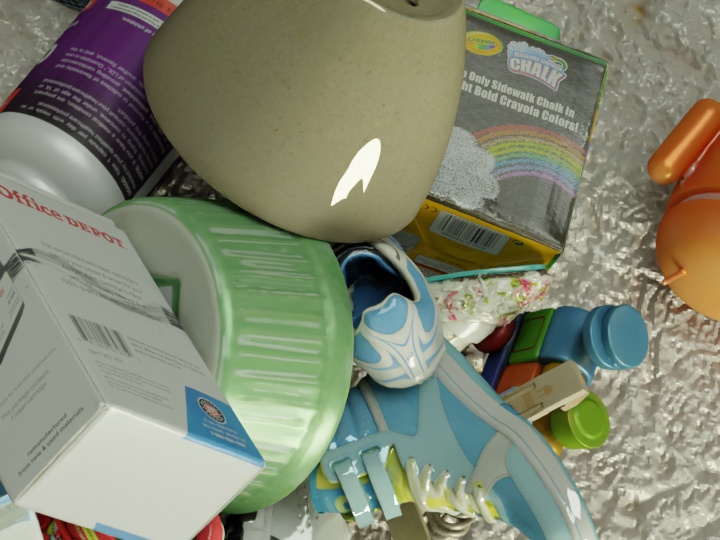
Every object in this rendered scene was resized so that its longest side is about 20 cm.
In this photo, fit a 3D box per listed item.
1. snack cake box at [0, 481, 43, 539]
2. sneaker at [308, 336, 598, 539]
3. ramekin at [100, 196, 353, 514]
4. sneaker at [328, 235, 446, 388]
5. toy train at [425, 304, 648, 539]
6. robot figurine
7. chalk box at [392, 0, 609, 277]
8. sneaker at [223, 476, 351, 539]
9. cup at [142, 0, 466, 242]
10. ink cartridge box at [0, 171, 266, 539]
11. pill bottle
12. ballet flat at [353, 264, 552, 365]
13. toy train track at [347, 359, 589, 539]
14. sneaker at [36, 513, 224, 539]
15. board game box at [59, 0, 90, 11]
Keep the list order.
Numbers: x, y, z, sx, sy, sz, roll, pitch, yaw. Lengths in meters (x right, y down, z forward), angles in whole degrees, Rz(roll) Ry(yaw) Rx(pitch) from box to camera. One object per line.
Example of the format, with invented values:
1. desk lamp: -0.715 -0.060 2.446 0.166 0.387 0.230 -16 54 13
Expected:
1. snack cake box: -0.274 0.089 1.503 0.115 0.067 0.200 -25 57 -14
2. sneaker: 0.046 0.134 1.614 0.130 0.080 0.200 -33 48 -13
3. ramekin: -0.107 0.048 1.621 0.098 0.200 0.200 8 61 -45
4. sneaker: 0.000 0.000 1.664 0.072 0.073 0.200 -24 33 -7
5. toy train: 0.113 0.110 1.719 0.085 0.116 0.200 39 56 -27
6. robot figurine: 0.276 -0.047 1.861 0.116 0.144 0.200 9 55 29
7. chalk box: 0.085 -0.092 1.811 0.124 0.124 0.200 21 60 -8
8. sneaker: -0.042 0.137 1.689 0.080 0.074 0.201 17 76 -18
9. cup: -0.014 -0.139 1.623 0.200 0.143 0.201 21 39 -18
10. ink cartridge box: -0.164 0.050 1.494 0.145 0.084 0.200 25 24 -51
11. pill bottle: -0.172 -0.091 1.716 0.112 0.112 0.200 37 60 0
12. ballet flat: 0.029 0.032 1.744 0.199 0.076 0.064 -3 86 10
13. toy train track: 0.059 0.117 1.698 0.200 0.033 0.115 -30 61 16
14. sneaker: -0.175 0.154 1.540 0.200 0.085 0.077 -3 65 -23
15. board game box: -0.130 -0.201 1.777 0.200 0.136 0.035 26 59 -7
